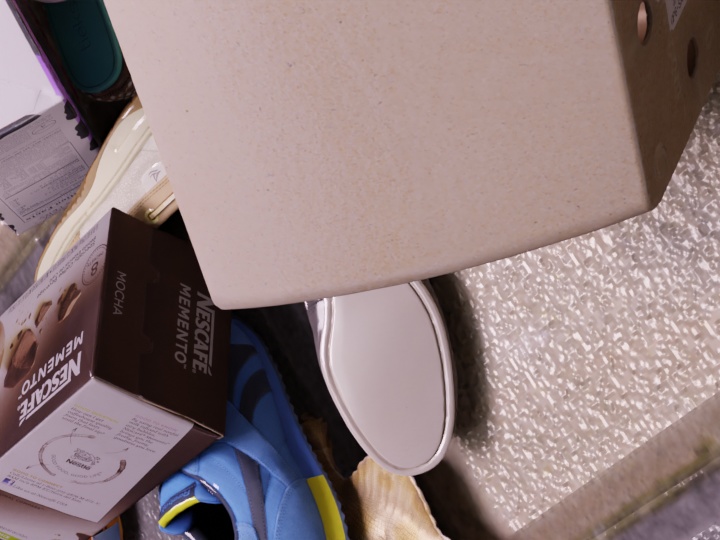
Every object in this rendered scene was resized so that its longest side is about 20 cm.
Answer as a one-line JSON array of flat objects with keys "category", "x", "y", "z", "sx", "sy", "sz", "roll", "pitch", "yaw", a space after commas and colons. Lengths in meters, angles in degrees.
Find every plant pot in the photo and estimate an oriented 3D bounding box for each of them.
[{"category": "plant pot", "x": 0.036, "y": -0.115, "z": 0.724, "sx": 0.176, "sy": 0.200, "sz": 0.201, "roll": 4, "pitch": 130, "yaw": 26}]

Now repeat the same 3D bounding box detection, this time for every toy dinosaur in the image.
[{"category": "toy dinosaur", "x": 0.023, "y": 0.143, "z": 0.963, "sx": 0.200, "sy": 0.058, "sz": 0.102, "roll": 27, "pitch": 123, "yaw": 36}]

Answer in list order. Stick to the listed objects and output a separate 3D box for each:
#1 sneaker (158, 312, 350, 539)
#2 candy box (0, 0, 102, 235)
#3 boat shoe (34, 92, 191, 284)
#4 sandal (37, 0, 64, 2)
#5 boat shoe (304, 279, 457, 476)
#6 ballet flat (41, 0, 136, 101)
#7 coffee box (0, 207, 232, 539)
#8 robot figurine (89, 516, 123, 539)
[{"category": "sneaker", "x": -0.076, "y": 0.090, "z": 0.997, "sx": 0.200, "sy": 0.078, "sz": 0.066, "roll": 60, "pitch": 143, "yaw": 39}, {"category": "candy box", "x": -0.206, "y": -0.121, "z": 1.000, "sx": 0.168, "sy": 0.071, "sz": 0.200, "roll": 60, "pitch": 177, "yaw": 7}, {"category": "boat shoe", "x": -0.118, "y": -0.026, "z": 1.027, "sx": 0.066, "sy": 0.074, "sz": 0.200, "roll": 37, "pitch": 140, "yaw": 1}, {"category": "sandal", "x": -0.113, "y": -0.211, "z": 0.907, "sx": 0.079, "sy": 0.059, "sz": 0.207, "roll": 40, "pitch": 109, "yaw": 10}, {"category": "boat shoe", "x": 0.000, "y": 0.000, "z": 0.938, "sx": 0.067, "sy": 0.057, "sz": 0.201, "roll": -21, "pitch": 95, "yaw": 12}, {"category": "ballet flat", "x": -0.147, "y": -0.185, "z": 0.992, "sx": 0.070, "sy": 0.065, "sz": 0.201, "roll": -13, "pitch": 95, "yaw": 34}, {"category": "coffee box", "x": -0.156, "y": 0.073, "z": 1.011, "sx": 0.200, "sy": 0.080, "sz": 0.113, "roll": -39, "pitch": 36, "yaw": 37}, {"category": "robot figurine", "x": -0.207, "y": 0.113, "z": 1.187, "sx": 0.145, "sy": 0.058, "sz": 0.201, "roll": -6, "pitch": 102, "yaw": 47}]
